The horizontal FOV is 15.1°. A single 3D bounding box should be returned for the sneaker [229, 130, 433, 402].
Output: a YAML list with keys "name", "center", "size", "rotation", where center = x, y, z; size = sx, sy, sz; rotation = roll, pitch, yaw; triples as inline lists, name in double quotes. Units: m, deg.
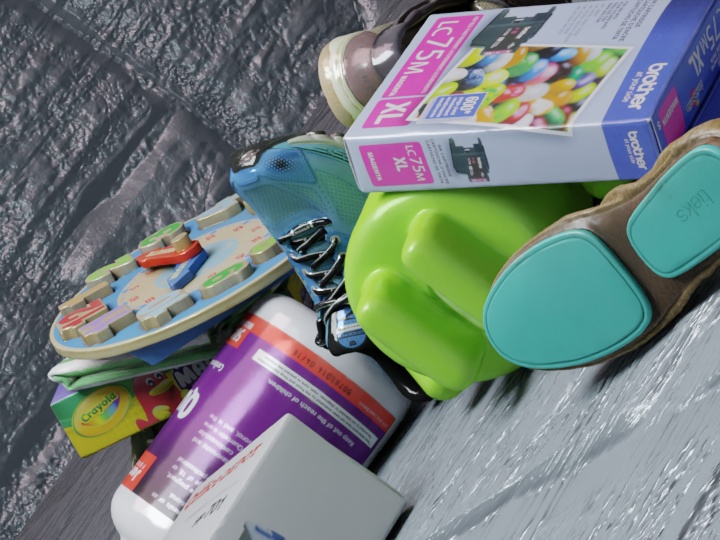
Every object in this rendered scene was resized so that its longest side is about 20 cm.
- name: "sneaker"
  center: [0.000, 0.000, 1.502]
  size: [0.078, 0.200, 0.090]
  rotation: [-17, 43, 39]

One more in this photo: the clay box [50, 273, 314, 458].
- name: "clay box"
  center: [-0.095, 0.041, 1.740]
  size: [0.200, 0.048, 0.115]
  rotation: [-27, 15, 11]

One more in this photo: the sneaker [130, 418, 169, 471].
- name: "sneaker"
  center: [-0.120, 0.127, 1.753]
  size: [0.200, 0.067, 0.090]
  rotation: [-113, 18, -73]

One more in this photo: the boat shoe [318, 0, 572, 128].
- name: "boat shoe"
  center: [0.063, -0.122, 1.492]
  size: [0.065, 0.072, 0.200]
  rotation: [-15, 1, 44]

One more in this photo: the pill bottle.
- name: "pill bottle"
  center: [-0.068, 0.120, 1.581]
  size: [0.200, 0.112, 0.112]
  rotation: [-53, 7, -8]

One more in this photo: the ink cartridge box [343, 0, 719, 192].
- name: "ink cartridge box"
  center: [0.104, -0.089, 1.333]
  size: [0.200, 0.042, 0.119]
  rotation: [0, 37, 29]

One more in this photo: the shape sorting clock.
- name: "shape sorting clock"
  center: [-0.100, -0.004, 1.650]
  size: [0.200, 0.039, 0.200]
  rotation: [-28, 18, 10]

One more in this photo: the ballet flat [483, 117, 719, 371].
- name: "ballet flat"
  center: [0.130, -0.016, 1.181]
  size: [0.072, 0.068, 0.200]
  rotation: [-32, -8, -39]

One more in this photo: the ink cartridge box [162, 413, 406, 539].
- name: "ink cartridge box"
  center: [-0.078, 0.191, 1.412]
  size: [0.200, 0.086, 0.146]
  rotation: [-59, 9, -31]

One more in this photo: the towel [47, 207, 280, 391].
- name: "towel"
  center: [-0.096, 0.004, 1.719]
  size: [0.152, 0.023, 0.200]
  rotation: [-15, 25, 39]

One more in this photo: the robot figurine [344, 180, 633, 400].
- name: "robot figurine"
  center: [0.059, -0.018, 1.413]
  size: [0.176, 0.116, 0.200]
  rotation: [-55, 5, 27]
